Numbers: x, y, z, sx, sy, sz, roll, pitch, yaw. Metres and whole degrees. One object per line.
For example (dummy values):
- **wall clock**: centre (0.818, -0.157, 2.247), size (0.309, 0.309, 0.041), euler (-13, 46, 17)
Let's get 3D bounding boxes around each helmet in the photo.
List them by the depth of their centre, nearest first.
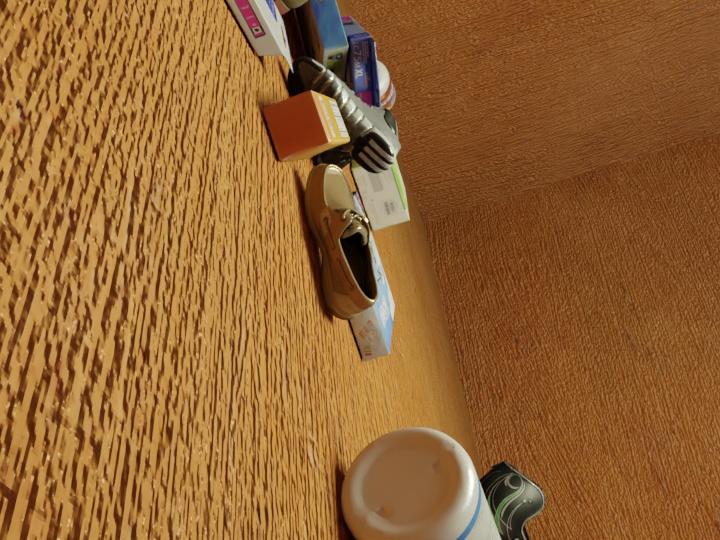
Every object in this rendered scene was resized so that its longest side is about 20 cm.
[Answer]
- **helmet**: centre (0.388, 0.626, 1.887), size (0.200, 0.191, 0.200), euler (36, -3, 3)

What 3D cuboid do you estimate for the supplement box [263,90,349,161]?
- **supplement box**: centre (-0.063, -0.179, 0.900), size (0.200, 0.066, 0.069), euler (-55, 125, -80)

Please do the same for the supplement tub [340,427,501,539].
- **supplement tub**: centre (0.070, 0.263, 0.711), size (0.132, 0.131, 0.200), euler (-95, 165, -52)

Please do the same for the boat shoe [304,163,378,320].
- **boat shoe**: centre (-0.015, -0.044, 0.868), size (0.071, 0.064, 0.201), euler (2, 68, -41)

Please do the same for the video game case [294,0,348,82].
- **video game case**: centre (-0.068, -0.405, 1.189), size (0.181, 0.045, 0.201), euler (111, -35, -74)

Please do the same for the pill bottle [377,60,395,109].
- **pill bottle**: centre (0.026, -0.486, 1.884), size (0.200, 0.112, 0.113), euler (20, 54, -79)

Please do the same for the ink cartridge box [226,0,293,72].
- **ink cartridge box**: centre (-0.131, -0.324, 0.831), size (0.200, 0.037, 0.095), euler (55, 20, -59)

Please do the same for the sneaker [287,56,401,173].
- **sneaker**: centre (-0.016, -0.233, 1.048), size (0.200, 0.075, 0.116), euler (48, 32, -6)

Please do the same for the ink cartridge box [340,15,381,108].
- **ink cartridge box**: centre (-0.009, -0.338, 1.179), size (0.200, 0.042, 0.120), euler (-118, -161, -57)

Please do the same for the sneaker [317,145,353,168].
- **sneaker**: centre (-0.041, -0.207, 1.118), size (0.089, 0.078, 0.200), euler (48, 22, -13)

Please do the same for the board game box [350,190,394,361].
- **board game box**: centre (0.000, 0.000, 1.042), size (0.200, 0.043, 0.200), euler (-75, 149, -72)

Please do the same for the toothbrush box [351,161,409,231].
- **toothbrush box**: centre (0.042, -0.195, 1.537), size (0.200, 0.086, 0.146), euler (-91, 163, -65)

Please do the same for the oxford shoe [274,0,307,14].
- **oxford shoe**: centre (-0.111, -0.424, 1.007), size (0.200, 0.074, 0.071), euler (-31, 104, -81)
